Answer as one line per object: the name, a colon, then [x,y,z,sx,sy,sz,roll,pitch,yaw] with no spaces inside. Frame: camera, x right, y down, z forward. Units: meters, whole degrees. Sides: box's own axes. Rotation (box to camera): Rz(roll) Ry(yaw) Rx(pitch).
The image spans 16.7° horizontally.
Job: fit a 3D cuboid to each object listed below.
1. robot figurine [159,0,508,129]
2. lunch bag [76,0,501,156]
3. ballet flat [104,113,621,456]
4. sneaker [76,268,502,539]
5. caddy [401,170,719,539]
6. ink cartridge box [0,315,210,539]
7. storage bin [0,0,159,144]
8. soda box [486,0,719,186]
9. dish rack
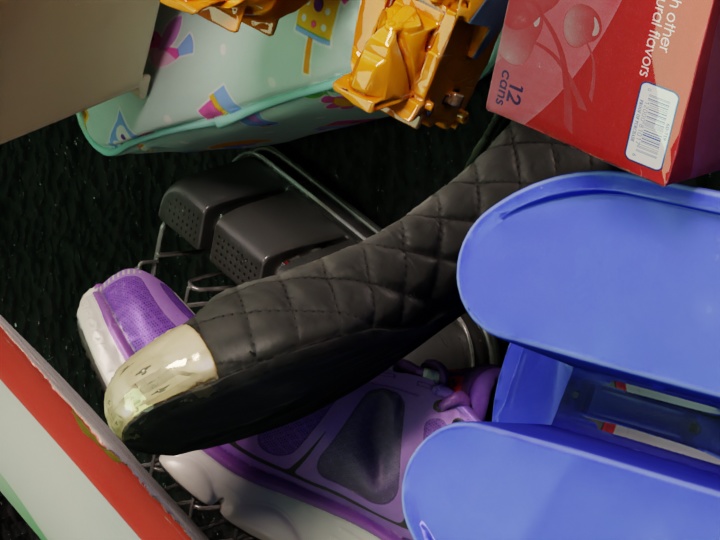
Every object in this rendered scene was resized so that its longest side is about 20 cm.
robot figurine: [0.020,-0.151,0.707,0.144,0.058,0.201,28,106,27]
lunch bag: [-0.031,-0.129,0.846,0.199,0.077,0.162,-12,85,50]
ballet flat: [0.000,0.000,0.736,0.057,0.199,0.066,55,145,10]
sneaker: [0.001,0.053,0.787,0.084,0.199,0.081,-58,6,6]
caddy: [0.109,0.050,0.680,0.199,0.105,0.142,15,91,37]
ink cartridge box: [-0.093,0.072,0.799,0.050,0.200,0.161,-44,52,-5]
storage bin: [-0.144,-0.172,0.794,0.198,0.093,0.201,41,135,25]
soda box: [0.095,-0.128,0.636,0.063,0.070,0.201,27,116,32]
dish rack: [-0.035,0.073,0.901,0.153,0.054,0.201,40,126,41]
